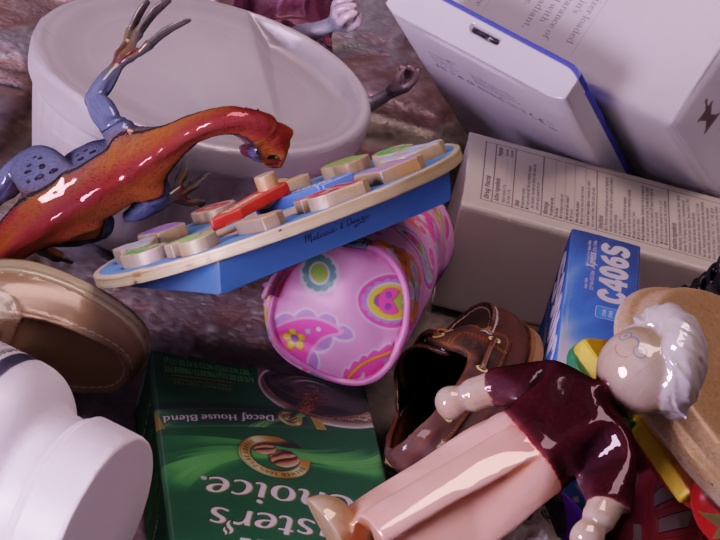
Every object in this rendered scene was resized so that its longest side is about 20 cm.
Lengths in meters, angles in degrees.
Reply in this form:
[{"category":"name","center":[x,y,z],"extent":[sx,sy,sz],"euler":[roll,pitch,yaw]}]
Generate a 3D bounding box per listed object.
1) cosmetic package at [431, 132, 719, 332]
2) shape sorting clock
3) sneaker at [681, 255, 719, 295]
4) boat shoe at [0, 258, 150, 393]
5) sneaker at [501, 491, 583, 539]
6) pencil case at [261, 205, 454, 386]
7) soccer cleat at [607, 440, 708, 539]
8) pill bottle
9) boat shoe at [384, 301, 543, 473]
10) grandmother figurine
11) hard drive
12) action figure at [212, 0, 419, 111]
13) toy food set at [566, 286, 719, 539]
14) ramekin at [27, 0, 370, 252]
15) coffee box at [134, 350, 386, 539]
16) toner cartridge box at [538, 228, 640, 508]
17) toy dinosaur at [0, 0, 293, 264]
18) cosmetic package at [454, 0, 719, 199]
[{"category":"cosmetic package","center":[0.148,-0.007,1.728],"extent":[0.199,0.073,0.104],"euler":[15,28,-1]},{"category":"shape sorting clock","center":[-0.043,-0.031,1.497],"extent":[0.199,0.039,0.200],"euler":[-17,10,3]},{"category":"sneaker","center":[0.210,0.027,1.589],"extent":[0.079,0.201,0.076],"euler":[9,48,4]},{"category":"boat shoe","center":[-0.207,0.034,1.493],"extent":[0.199,0.071,0.065],"euler":[13,42,-5]},{"category":"sneaker","center":[0.105,0.176,1.385],"extent":[0.099,0.069,0.201],"euler":[31,31,-36]},{"category":"pencil case","center":[0.000,0.000,1.589],"extent":[0.087,0.088,0.200],"euler":[18,15,5]},{"category":"soccer cleat","center":[0.165,0.120,1.524],"extent":[0.076,0.067,0.200],"euler":[18,25,-5]},{"category":"pill bottle","center":[-0.203,0.079,1.356],"extent":[0.199,0.116,0.116],"euler":[25,30,17]},{"category":"boat shoe","center":[0.051,0.063,1.534],"extent":[0.070,0.070,0.200],"euler":[40,20,-13]},{"category":"grandmother figurine","center":[0.081,0.084,1.361],"extent":[0.200,0.061,0.121],"euler":[-34,61,-11]},{"category":"hard drive","center":[0.099,-0.100,1.789],"extent":[0.132,0.025,0.200],"euler":[30,-10,25]},{"category":"action figure","center":[-0.049,-0.141,1.841],"extent":[0.148,0.134,0.201],"euler":[-14,54,14]},{"category":"toy food set","center":[0.198,0.085,1.475],"extent":[0.200,0.049,0.198],"euler":[4,45,-52]},{"category":"ramekin","center":[-0.100,-0.077,1.710],"extent":[0.201,0.095,0.203],"euler":[11,28,-6]},{"category":"coffee box","center":[-0.045,0.117,1.441],"extent":[0.122,0.044,0.200],"euler":[10,29,-12]},{"category":"toner cartridge box","center":[0.115,0.066,1.559],"extent":[0.043,0.095,0.200],"euler":[14,28,0]},{"category":"toy dinosaur","center":[-0.126,-0.037,1.545],"extent":[0.181,0.105,0.201],"euler":[-10,43,48]},{"category":"cosmetic package","center":[0.186,-0.151,1.826],"extent":[0.200,0.165,0.165],"euler":[29,-12,34]}]
